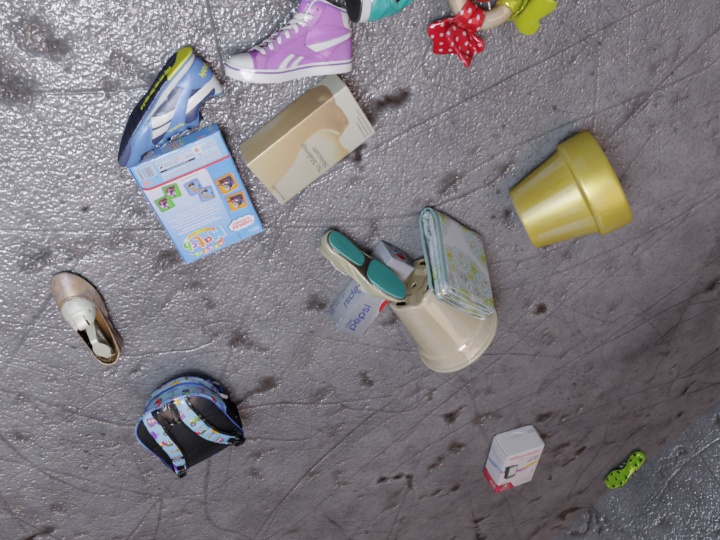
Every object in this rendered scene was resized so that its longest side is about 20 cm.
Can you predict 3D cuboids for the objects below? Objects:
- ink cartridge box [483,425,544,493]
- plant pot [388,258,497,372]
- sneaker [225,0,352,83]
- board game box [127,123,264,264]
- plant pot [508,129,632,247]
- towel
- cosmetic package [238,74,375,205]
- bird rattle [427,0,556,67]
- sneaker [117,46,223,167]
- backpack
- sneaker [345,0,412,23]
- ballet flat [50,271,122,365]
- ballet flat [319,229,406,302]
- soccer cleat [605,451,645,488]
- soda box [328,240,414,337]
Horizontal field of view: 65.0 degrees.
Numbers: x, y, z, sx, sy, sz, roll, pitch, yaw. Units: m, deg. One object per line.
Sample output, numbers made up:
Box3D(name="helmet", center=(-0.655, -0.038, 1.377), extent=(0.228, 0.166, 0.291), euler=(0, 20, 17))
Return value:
Box3D(name="ink cartridge box", center=(0.492, 0.609, 1.822), extent=(0.145, 0.086, 0.202), euler=(-11, 131, -17))
Box3D(name="plant pot", center=(0.159, 0.082, 1.199), extent=(0.200, 0.201, 0.183), euler=(-40, 121, 9))
Box3D(name="sneaker", center=(-0.105, -0.340, 0.817), extent=(0.198, 0.073, 0.116), euler=(-19, 129, -25))
Box3D(name="board game box", center=(-0.263, -0.120, 0.930), extent=(0.149, 0.037, 0.202), euler=(-24, 131, -6))
Box3D(name="plant pot", center=(0.410, -0.145, 1.135), extent=(0.187, 0.203, 0.201), euler=(-28, 135, 20))
Box3D(name="towel", center=(0.192, -0.013, 1.129), extent=(0.170, 0.203, 0.048), euler=(24, 141, -39))
Box3D(name="cosmetic package", center=(-0.087, -0.213, 0.917), extent=(0.199, 0.071, 0.105), euler=(-38, 132, 6))
Box3D(name="bird rattle", center=(0.193, -0.430, 0.888), extent=(0.197, 0.113, 0.165), euler=(-17, 121, 6))
Box3D(name="sneaker", center=(-0.279, -0.220, 0.821), extent=(0.200, 0.074, 0.082), euler=(-45, 133, 14))
Box3D(name="backpack", center=(-0.355, 0.296, 1.146), extent=(0.181, 0.135, 0.201), euler=(-28, 133, -2))
Box3D(name="sneaker", center=(0.044, -0.454, 0.783), extent=(0.119, 0.084, 0.203), euler=(-13, 123, -24))
Box3D(name="ballet flat", center=(-0.468, 0.091, 0.978), extent=(0.067, 0.068, 0.202), euler=(-23, 132, -7))
Box3D(name="ballet flat", center=(0.000, 0.000, 1.087), extent=(0.199, 0.070, 0.070), euler=(41, 106, -9))
Box3D(name="soccer cleat", center=(1.063, 0.799, 2.255), extent=(0.080, 0.068, 0.201), euler=(15, 118, -48))
Box3D(name="soda box", center=(0.020, 0.042, 1.171), extent=(0.068, 0.064, 0.201), euler=(22, 114, -37))
